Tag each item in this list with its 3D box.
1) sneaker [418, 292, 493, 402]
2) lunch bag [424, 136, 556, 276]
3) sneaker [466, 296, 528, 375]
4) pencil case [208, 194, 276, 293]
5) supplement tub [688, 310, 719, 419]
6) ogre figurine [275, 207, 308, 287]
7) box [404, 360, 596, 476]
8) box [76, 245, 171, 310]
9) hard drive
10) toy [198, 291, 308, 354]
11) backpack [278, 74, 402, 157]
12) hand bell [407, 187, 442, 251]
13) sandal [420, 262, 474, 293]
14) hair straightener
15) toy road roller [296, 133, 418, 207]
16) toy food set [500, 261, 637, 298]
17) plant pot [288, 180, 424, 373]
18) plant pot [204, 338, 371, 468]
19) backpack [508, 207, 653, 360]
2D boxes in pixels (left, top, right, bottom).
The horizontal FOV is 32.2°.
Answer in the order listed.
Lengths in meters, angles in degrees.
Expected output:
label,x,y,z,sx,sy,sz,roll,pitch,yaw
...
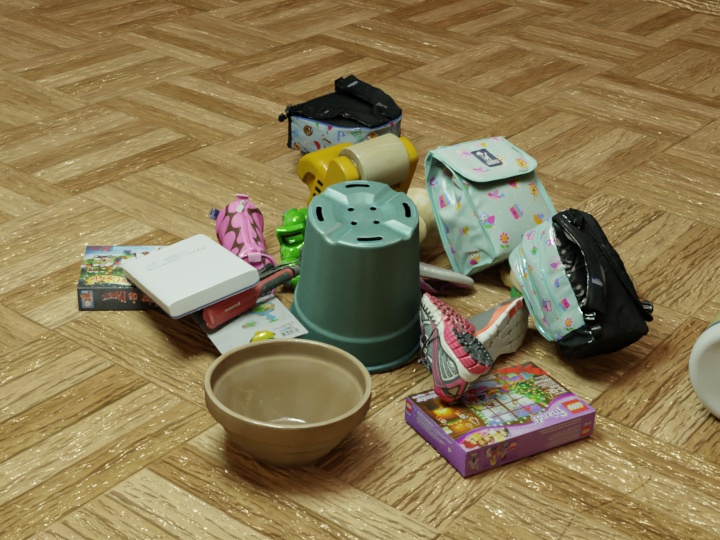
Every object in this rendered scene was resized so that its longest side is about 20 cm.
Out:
label,x,y,z,sx,sy,sz,roll,pitch,yaw
sneaker,0.104,0.093,1.596,0.080,0.075,0.200,34,14,-18
lunch bag,0.199,-0.111,1.941,0.169,0.202,0.122,-16,-9,-37
sneaker,0.164,0.082,1.712,0.081,0.078,0.200,13,27,32
pencil case,-0.173,-0.034,1.879,0.090,0.094,0.200,9,26,-19
supplement tub,0.525,0.101,1.628,0.144,0.146,0.200,18,30,27
ogre figurine,-0.065,-0.039,1.889,0.118,0.098,0.202,0,70,4
box,0.173,0.180,1.552,0.198,0.039,0.137,-13,31,-28
box,-0.312,0.009,1.843,0.198,0.038,0.137,0,27,-6
hard drive,-0.238,0.005,1.729,0.131,0.026,0.200,-23,25,-21
toy,-0.154,0.081,1.699,0.114,0.048,0.200,-19,22,-18
backpack,-0.021,-0.249,2.261,0.189,0.156,0.200,12,33,35
hand bell,0.067,-0.054,1.899,0.103,0.105,0.200,9,18,13
sandal,0.073,0.010,1.865,0.201,0.050,0.082,12,6,-22
hair straightener,-0.157,0.016,1.731,0.199,0.041,0.077,-35,29,-31
toy road roller,-0.018,-0.137,1.792,0.122,0.201,0.147,-21,63,-29
toy food set,0.316,0.022,1.872,0.198,0.049,0.198,-1,27,-9
plant pot,0.000,0.000,1.678,0.198,0.198,0.201,3,39,-2
plant pot,-0.087,0.169,1.490,0.198,0.094,0.201,3,28,-1
backpack,0.295,0.018,1.716,0.166,0.126,0.202,-1,62,-50
